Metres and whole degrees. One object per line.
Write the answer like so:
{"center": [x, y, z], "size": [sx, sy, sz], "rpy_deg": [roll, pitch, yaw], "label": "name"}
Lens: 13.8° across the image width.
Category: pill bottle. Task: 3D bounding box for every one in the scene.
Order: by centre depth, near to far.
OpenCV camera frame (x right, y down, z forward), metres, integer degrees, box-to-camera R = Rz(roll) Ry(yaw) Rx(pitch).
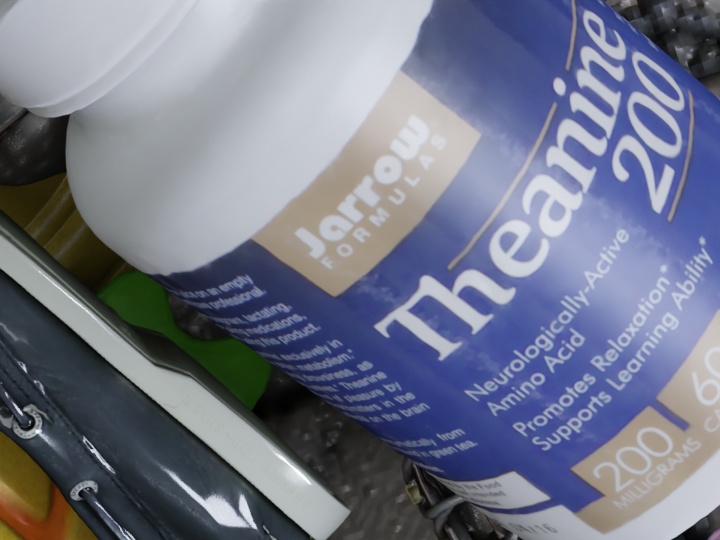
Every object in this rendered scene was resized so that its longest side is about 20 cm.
{"center": [0.006, -0.029, 0.665], "size": [0.200, 0.111, 0.111], "rpy_deg": [36, 93, -26], "label": "pill bottle"}

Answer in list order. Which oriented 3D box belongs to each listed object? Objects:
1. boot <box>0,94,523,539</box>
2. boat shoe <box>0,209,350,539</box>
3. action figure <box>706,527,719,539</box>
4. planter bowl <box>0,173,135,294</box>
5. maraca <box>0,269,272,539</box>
{"center": [0.000, 0.000, 0.760], "size": [0.069, 0.200, 0.175], "rpy_deg": [-30, 85, 41], "label": "boot"}
{"center": [-0.097, 0.020, 0.732], "size": [0.199, 0.075, 0.066], "rpy_deg": [40, 90, -15], "label": "boat shoe"}
{"center": [0.141, 0.066, 0.732], "size": [0.134, 0.149, 0.200], "rpy_deg": [33, 109, 0], "label": "action figure"}
{"center": [-0.141, -0.062, 0.801], "size": [0.199, 0.083, 0.202], "rpy_deg": [0, 93, 2], "label": "planter bowl"}
{"center": [-0.108, 0.077, 0.798], "size": [0.199, 0.107, 0.138], "rpy_deg": [-20, 101, -18], "label": "maraca"}
